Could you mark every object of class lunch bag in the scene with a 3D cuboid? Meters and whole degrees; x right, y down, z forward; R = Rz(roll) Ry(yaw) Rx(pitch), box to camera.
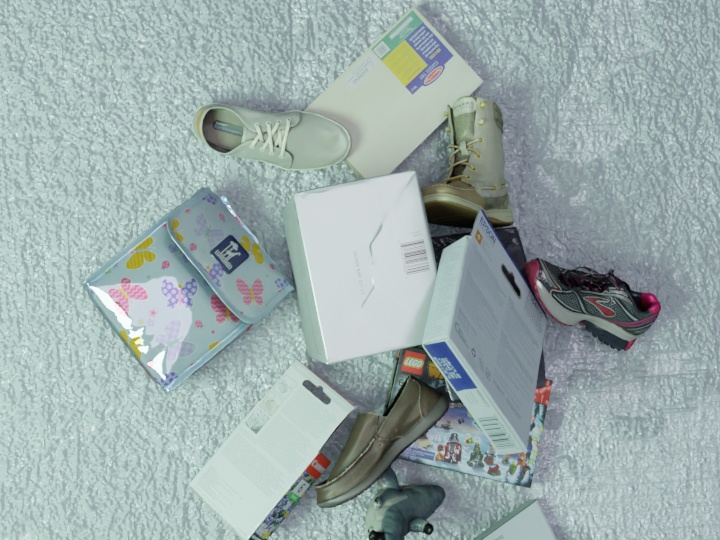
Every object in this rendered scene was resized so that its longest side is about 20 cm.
[{"bbox_3d":[-0.202,0.019,1.405,0.200,0.127,0.170,-38,94,-14],"label":"lunch bag"}]

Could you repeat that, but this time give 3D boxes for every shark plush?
[{"bbox_3d":[0.050,0.286,1.388,0.082,0.200,0.092,9,92,8],"label":"shark plush"}]

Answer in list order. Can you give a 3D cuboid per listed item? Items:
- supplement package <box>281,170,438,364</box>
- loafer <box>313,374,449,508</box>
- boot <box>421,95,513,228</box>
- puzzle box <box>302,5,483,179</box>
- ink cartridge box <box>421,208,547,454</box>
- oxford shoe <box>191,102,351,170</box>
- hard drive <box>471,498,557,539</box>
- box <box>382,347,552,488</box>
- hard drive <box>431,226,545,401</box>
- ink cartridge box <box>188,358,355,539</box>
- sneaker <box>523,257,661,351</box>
[{"bbox_3d":[0.000,0.000,1.392,0.146,0.200,0.193,-11,89,-8],"label":"supplement package"},{"bbox_3d":[0.014,0.200,1.412,0.200,0.073,0.071,-42,91,-15],"label":"loafer"},{"bbox_3d":[0.124,-0.133,1.431,0.072,0.199,0.156,-5,85,30],"label":"boot"},{"bbox_3d":[0.041,-0.216,1.496,0.200,0.025,0.133,-44,92,-7],"label":"puzzle box"},{"bbox_3d":[0.144,0.068,1.341,0.200,0.040,0.201,54,37,-33],"label":"ink cartridge box"},{"bbox_3d":[-0.109,-0.162,1.448,0.198,0.058,0.076,10,100,-2],"label":"oxford shoe"},{"bbox_3d":[0.212,0.403,1.462,0.131,0.027,0.201,-26,90,-32],"label":"hard drive"},{"bbox_3d":[0.128,0.181,1.479,0.198,0.040,0.138,13,85,-6],"label":"box"},{"bbox_3d":[0.148,0.054,1.458,0.134,0.042,0.202,-7,80,-11],"label":"hard drive"},{"bbox_3d":[-0.099,0.218,1.420,0.109,0.050,0.200,36,81,29],"label":"ink cartridge box"},{"bbox_3d":[0.280,0.026,1.457,0.199,0.081,0.075,23,125,-31],"label":"sneaker"}]
